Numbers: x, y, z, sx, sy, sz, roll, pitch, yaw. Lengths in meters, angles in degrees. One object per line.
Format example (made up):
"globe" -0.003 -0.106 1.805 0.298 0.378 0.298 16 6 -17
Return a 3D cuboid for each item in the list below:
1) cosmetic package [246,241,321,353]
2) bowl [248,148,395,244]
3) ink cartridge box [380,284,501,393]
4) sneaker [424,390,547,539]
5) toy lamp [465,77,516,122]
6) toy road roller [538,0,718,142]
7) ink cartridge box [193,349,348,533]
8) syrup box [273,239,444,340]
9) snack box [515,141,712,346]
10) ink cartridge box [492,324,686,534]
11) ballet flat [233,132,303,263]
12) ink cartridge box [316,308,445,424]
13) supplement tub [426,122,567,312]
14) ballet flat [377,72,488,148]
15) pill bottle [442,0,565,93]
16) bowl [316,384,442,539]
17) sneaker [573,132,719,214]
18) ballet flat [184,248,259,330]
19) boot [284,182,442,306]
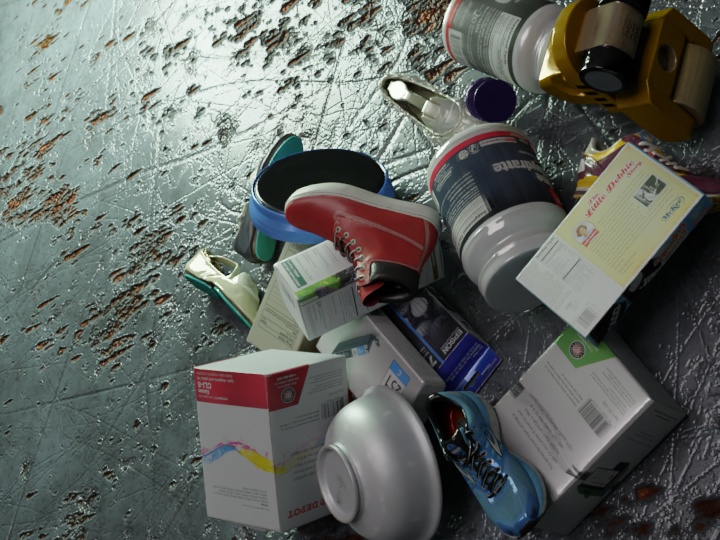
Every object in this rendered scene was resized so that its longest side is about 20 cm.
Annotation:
"cosmetic package" -0.067 0.030 1.790 0.105 0.071 0.201 32 102 41
"bowl" -0.054 -0.105 1.774 0.199 0.040 0.201 -5 33 3
"ink cartridge box" 0.086 0.088 1.672 0.100 0.039 0.200 -54 47 10
"sneaker" 0.126 0.210 1.434 0.078 0.090 0.200 -50 48 17
"toy lamp" 0.160 -0.213 1.633 0.058 0.200 0.059 0 97 3
"toy road roller" 0.300 -0.236 1.515 0.146 0.199 0.124 -6 61 55
"ink cartridge box" -0.108 0.213 1.673 0.144 0.145 0.201 0 97 42
"syrup box" 0.000 0.000 1.663 0.199 0.082 0.079 -25 46 -12
"snack box" 0.277 -0.031 1.442 0.200 0.037 0.116 -51 54 5
"ink cartridge box" 0.238 0.174 1.468 0.200 0.084 0.146 -49 47 17
"ballet flat" -0.143 -0.109 1.937 0.073 0.073 0.201 9 81 43
"ink cartridge box" 0.007 0.154 1.679 0.200 0.045 0.177 48 120 43
"supplement tub" 0.173 -0.066 1.587 0.140 0.140 0.201 -39 51 23
"ballet flat" 0.091 -0.217 1.776 0.200 0.072 0.072 36 97 43
"pill bottle" 0.208 -0.292 1.669 0.200 0.114 0.114 31 94 44
"bowl" 0.008 0.244 1.574 0.201 0.090 0.202 32 128 53
"sneaker" 0.336 -0.116 1.510 0.199 0.075 0.091 6 82 42
"ballet flat" -0.192 0.021 1.934 0.200 0.069 0.070 33 96 45
"boot" -0.014 -0.027 1.588 0.199 0.073 0.145 11 52 16
